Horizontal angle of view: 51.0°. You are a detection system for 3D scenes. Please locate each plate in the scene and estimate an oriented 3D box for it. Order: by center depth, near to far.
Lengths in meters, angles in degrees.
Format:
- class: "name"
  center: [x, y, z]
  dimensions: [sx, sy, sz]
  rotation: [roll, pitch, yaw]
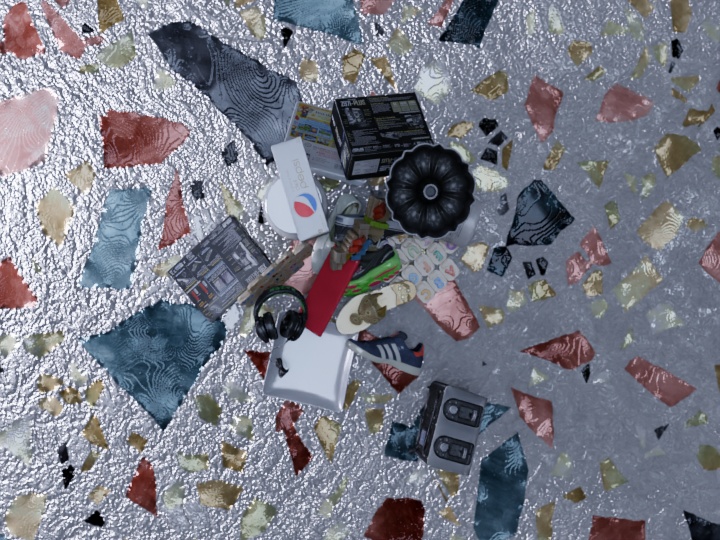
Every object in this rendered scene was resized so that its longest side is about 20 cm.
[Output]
- class: "plate"
  center: [-0.117, 0.212, 1.776]
  dimensions: [0.194, 0.032, 0.206]
  rotation: [13, 91, -4]

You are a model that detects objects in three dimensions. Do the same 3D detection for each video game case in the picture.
- class: "video game case"
  center: [-0.072, -0.290, 1.721]
  dimensions: [0.195, 0.023, 0.186]
  rotation: [14, 58, -3]

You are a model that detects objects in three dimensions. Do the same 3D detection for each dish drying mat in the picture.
- class: "dish drying mat"
  center: [-0.075, 0.046, 1.723]
  dimensions: [0.076, 0.018, 0.203]
  rotation: [32, 102, 19]

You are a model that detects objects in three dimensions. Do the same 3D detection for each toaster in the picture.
- class: "toaster"
  center: [0.199, 0.357, 1.723]
  dimensions: [0.116, 0.200, 0.185]
  rotation: [17, 83, -5]

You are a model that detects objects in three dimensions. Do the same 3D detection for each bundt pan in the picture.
- class: "bundt pan"
  center: [0.148, -0.172, 1.623]
  dimensions: [0.196, 0.076, 0.208]
  rotation: [0, 99, 1]

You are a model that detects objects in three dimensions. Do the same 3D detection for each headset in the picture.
- class: "headset"
  center: [-0.179, 0.135, 1.693]
  dimensions: [0.120, 0.095, 0.205]
  rotation: [-2, 120, -16]

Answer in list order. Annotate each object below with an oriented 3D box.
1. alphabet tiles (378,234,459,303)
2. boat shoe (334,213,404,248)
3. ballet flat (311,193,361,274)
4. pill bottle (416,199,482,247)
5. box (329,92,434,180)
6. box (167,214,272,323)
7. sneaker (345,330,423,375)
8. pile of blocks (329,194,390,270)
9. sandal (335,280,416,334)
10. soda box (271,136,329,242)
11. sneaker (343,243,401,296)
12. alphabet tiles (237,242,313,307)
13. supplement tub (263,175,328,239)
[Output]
- class: "alphabet tiles"
  center: [0.135, -0.032, 1.787]
  dimensions: [0.199, 0.015, 0.197]
  rotation: [-40, 93, -1]
- class: "boat shoe"
  center: [0.028, -0.087, 1.721]
  dimensions: [0.195, 0.073, 0.070]
  rotation: [0, 104, -37]
- class: "ballet flat"
  center: [-0.055, -0.082, 1.746]
  dimensions: [0.068, 0.069, 0.204]
  rotation: [24, 89, -3]
- class: "pill bottle"
  center: [0.169, -0.140, 1.724]
  dimensions: [0.196, 0.114, 0.117]
  rotation: [22, 91, -2]
- class: "box"
  center: [0.046, -0.301, 1.685]
  dimensions: [0.195, 0.087, 0.167]
  rotation: [-9, 61, -16]
- class: "box"
  center: [-0.322, -0.004, 1.752]
  dimensions: [0.199, 0.050, 0.158]
  rotation: [-42, 93, 0]
- class: "sneaker"
  center: [0.061, 0.174, 1.755]
  dimensions: [0.196, 0.075, 0.087]
  rotation: [20, 88, -22]
- class: "pile of blocks"
  center: [0.010, -0.071, 1.647]
  dimensions: [0.082, 0.062, 0.201]
  rotation: [36, 94, -27]
- class: "sandal"
  center: [0.036, 0.080, 1.736]
  dimensions: [0.208, 0.070, 0.079]
  rotation: [-26, 89, -6]
- class: "soda box"
  center: [-0.122, -0.164, 1.548]
  dimensions: [0.066, 0.064, 0.205]
  rotation: [-17, 92, -2]
- class: "sneaker"
  center: [0.000, 0.000, 1.759]
  dimensions: [0.196, 0.077, 0.085]
  rotation: [-21, 60, 9]
- class: "alphabet tiles"
  center: [-0.188, 0.009, 1.685]
  dimensions: [0.199, 0.196, 0.015]
  rotation: [-41, 82, 0]
- class: "supplement tub"
  center: [-0.142, -0.143, 1.680]
  dimensions: [0.141, 0.200, 0.149]
  rotation: [0, 91, -2]
